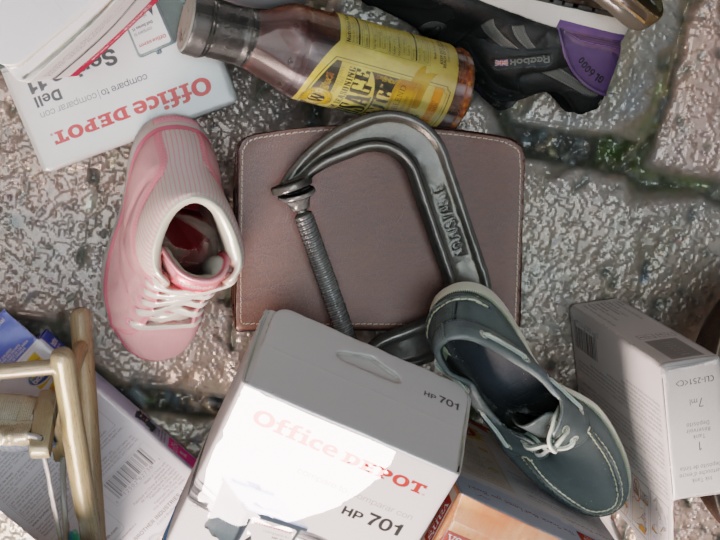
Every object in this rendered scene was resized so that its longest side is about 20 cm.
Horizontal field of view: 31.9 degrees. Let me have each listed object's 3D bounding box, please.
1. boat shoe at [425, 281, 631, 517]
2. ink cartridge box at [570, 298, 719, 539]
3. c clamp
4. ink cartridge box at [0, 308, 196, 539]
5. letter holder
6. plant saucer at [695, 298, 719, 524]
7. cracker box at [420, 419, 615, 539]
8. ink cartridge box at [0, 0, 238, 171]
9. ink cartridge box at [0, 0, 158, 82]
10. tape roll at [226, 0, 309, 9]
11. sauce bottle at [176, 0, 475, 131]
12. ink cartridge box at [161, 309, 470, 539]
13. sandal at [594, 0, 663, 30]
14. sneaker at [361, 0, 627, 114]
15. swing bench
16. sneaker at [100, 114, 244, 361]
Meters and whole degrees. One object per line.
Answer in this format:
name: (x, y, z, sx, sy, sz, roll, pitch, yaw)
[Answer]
boat shoe: (0.111, 0.099, 0.833, 0.073, 0.062, 0.200, -33, 106, 21)
ink cartridge box: (0.203, 0.125, 0.900, 0.045, 0.200, 0.176, -7, 101, -6)
c clamp: (0.000, 0.000, 0.840, 0.171, 0.027, 0.200, -15, 99, -5)
ink cartridge box: (-0.223, 0.131, 0.930, 0.200, 0.042, 0.119, 43, 94, -13)
letter holder: (0.008, -0.034, 0.902, 0.200, 0.101, 0.142, 0, 97, -7)
plant saucer: (0.286, 0.099, 0.938, 0.032, 0.200, 0.201, 4, 102, 37)
cracker box: (0.099, 0.169, 0.894, 0.134, 0.200, 0.058, 26, 98, -10)
ink cartridge box: (-0.183, -0.183, 0.860, 0.146, 0.083, 0.200, -21, 102, -3)
ink cartridge box: (-0.195, -0.188, 0.713, 0.083, 0.200, 0.145, -40, 101, 2)
tape roll: (-0.054, -0.277, 0.826, 0.202, 0.071, 0.203, 1, 88, -33)
sauce bottle: (-0.022, -0.141, 0.842, 0.200, 0.066, 0.066, 10, 98, -20)
ink cartridge box: (-0.036, 0.145, 0.818, 0.146, 0.086, 0.200, 24, 124, -4)
sandal: (0.123, -0.228, 0.885, 0.200, 0.082, 0.055, 39, 128, 3)
sneaker: (0.091, -0.161, 0.905, 0.200, 0.076, 0.088, 11, 104, -9)
swing bench: (-0.275, 0.140, 0.842, 0.199, 0.130, 0.200, -5, 102, -5)
sneaker: (-0.129, 0.005, 0.855, 0.075, 0.105, 0.200, -3, 129, -22)
